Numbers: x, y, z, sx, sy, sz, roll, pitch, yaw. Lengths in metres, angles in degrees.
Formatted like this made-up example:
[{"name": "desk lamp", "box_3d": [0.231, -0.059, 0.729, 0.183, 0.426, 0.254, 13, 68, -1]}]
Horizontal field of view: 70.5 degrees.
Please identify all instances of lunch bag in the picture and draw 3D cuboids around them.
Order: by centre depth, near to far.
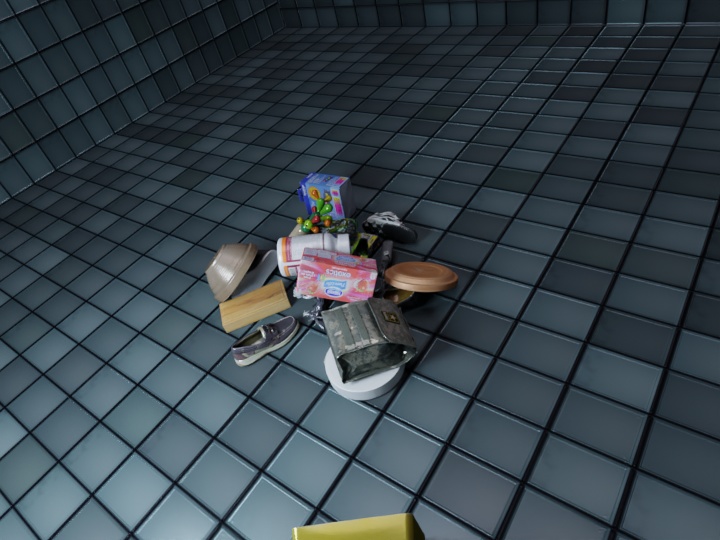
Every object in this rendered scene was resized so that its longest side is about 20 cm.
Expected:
[{"name": "lunch bag", "box_3d": [0.024, 0.154, 1.218, 0.198, 0.118, 0.165, -16, 40, -8]}]

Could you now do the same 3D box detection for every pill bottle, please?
[{"name": "pill bottle", "box_3d": [-0.126, -0.047, 1.421, 0.197, 0.110, 0.110, -6, 41, 1]}]

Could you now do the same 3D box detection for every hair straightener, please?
[{"name": "hair straightener", "box_3d": [0.066, -0.020, 1.477, 0.040, 0.077, 0.201, 1, 44, 17]}]

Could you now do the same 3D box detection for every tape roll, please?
[{"name": "tape roll", "box_3d": [0.011, 0.225, 1.257, 0.200, 0.037, 0.204, -10, 42, 9]}]

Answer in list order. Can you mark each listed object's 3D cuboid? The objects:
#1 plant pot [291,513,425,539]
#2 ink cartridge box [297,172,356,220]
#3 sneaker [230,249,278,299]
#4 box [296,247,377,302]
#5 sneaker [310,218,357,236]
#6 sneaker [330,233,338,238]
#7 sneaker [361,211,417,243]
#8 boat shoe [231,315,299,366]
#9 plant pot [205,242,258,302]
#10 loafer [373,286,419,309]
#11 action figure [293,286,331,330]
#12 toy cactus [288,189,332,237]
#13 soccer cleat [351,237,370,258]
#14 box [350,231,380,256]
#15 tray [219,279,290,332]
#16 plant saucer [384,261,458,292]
[{"name": "plant pot", "box_3d": [0.010, 0.520, 0.825, 0.198, 0.201, 0.178, -11, 52, 7]}, {"name": "ink cartridge box", "box_3d": [-0.123, -0.255, 1.754, 0.198, 0.138, 0.076, 15, 44, 31]}, {"name": "sneaker", "box_3d": [-0.342, 0.012, 1.597, 0.200, 0.071, 0.099, -50, 32, -19]}, {"name": "box", "box_3d": [-0.061, 0.014, 1.324, 0.198, 0.096, 0.103, 10, 22, -5]}, {"name": "sneaker", "box_3d": [-0.098, -0.115, 1.598, 0.198, 0.079, 0.085, -10, 7, 18]}, {"name": "sneaker", "box_3d": [-0.146, -0.073, 1.522, 0.198, 0.085, 0.078, -16, 78, 16]}, {"name": "sneaker", "box_3d": [0.105, -0.147, 1.606, 0.199, 0.075, 0.089, 20, 54, 34]}, {"name": "boat shoe", "box_3d": [-0.256, 0.179, 1.375, 0.199, 0.065, 0.072, -31, 41, -17]}, {"name": "plant pot", "box_3d": [-0.401, -0.013, 1.536, 0.201, 0.092, 0.201, -47, 19, 22]}, {"name": "loafer", "box_3d": [0.061, 0.079, 1.359, 0.198, 0.072, 0.073, -20, 68, -1]}, {"name": "action figure", "box_3d": [-0.124, 0.087, 1.396, 0.101, 0.120, 0.201, -8, 29, 8]}, {"name": "toy cactus", "box_3d": [-0.151, -0.146, 1.494, 0.165, 0.102, 0.201, -39, 19, 21]}, {"name": "soccer cleat", "box_3d": [0.000, 0.000, 1.445, 0.067, 0.081, 0.202, 5, 58, -12]}, {"name": "box", "box_3d": [-0.045, -0.044, 1.570, 0.135, 0.038, 0.200, 14, 50, 32]}, {"name": "tray", "box_3d": [-0.312, 0.102, 1.502, 0.198, 0.037, 0.099, -21, 41, -6]}, {"name": "plant saucer", "box_3d": [0.164, 0.011, 1.375, 0.198, 0.033, 0.201, 2, 17, -1]}]
